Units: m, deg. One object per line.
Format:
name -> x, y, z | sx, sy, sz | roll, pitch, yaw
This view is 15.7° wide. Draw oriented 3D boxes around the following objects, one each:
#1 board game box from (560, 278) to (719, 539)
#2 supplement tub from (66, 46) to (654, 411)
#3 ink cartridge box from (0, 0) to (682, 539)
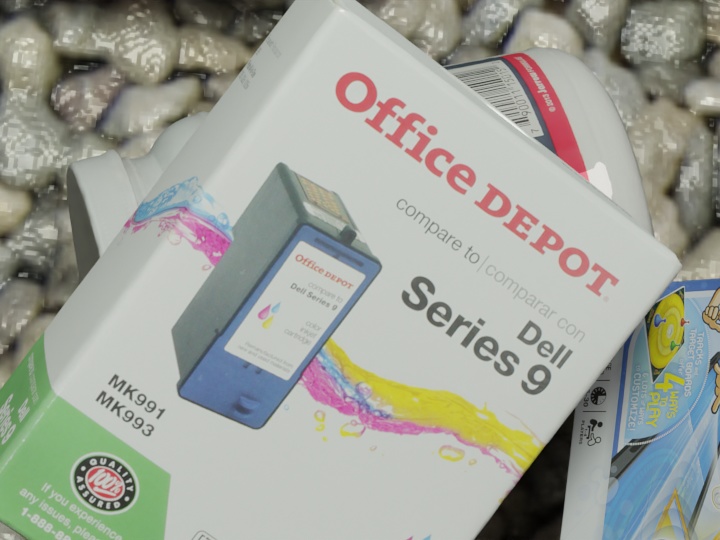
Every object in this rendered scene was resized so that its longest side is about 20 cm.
board game box -> 0.126, 0.102, 0.856 | 0.034, 0.135, 0.200 | 22, 70, -45
supplement tub -> 0.000, 0.000, 0.983 | 0.200, 0.140, 0.141 | -12, 70, -10
ink cartridge box -> -0.014, 0.026, 0.866 | 0.145, 0.088, 0.200 | 37, 94, -13
